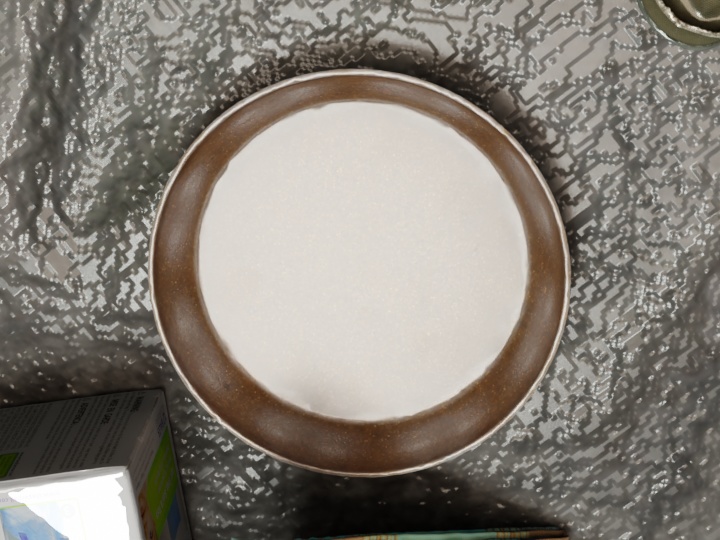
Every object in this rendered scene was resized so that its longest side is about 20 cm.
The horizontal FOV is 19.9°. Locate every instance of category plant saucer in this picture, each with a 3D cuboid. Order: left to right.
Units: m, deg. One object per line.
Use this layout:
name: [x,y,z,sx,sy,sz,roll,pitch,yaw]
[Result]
plant saucer: [0.000,0.000,0.976,0.200,0.034,0.200,2,106,6]

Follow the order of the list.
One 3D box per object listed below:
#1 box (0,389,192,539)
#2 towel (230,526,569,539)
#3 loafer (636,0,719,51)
box: [-0.135,0.174,0.997,0.101,0.113,0.200,-8,106,5]
towel: [0.004,0.190,0.979,0.200,0.022,0.147,2,111,-37]
loafer: [0.182,-0.186,0.886,0.075,0.070,0.200,27,107,-3]
